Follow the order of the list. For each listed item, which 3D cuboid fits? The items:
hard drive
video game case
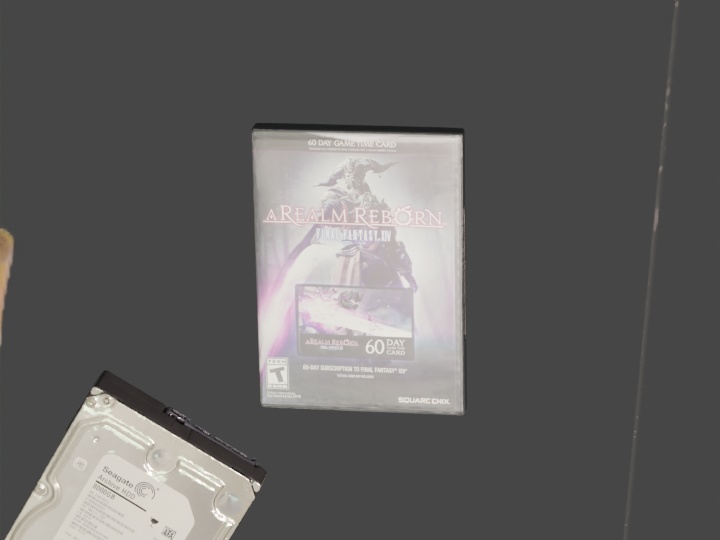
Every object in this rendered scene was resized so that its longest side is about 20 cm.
[{"bbox_3d":[-0.171,0.187,1.832,0.139,0.038,0.200,31,111,-3],"label":"hard drive"},{"bbox_3d":[0.000,0.000,1.746,0.142,0.019,0.201,2,111,9],"label":"video game case"}]
